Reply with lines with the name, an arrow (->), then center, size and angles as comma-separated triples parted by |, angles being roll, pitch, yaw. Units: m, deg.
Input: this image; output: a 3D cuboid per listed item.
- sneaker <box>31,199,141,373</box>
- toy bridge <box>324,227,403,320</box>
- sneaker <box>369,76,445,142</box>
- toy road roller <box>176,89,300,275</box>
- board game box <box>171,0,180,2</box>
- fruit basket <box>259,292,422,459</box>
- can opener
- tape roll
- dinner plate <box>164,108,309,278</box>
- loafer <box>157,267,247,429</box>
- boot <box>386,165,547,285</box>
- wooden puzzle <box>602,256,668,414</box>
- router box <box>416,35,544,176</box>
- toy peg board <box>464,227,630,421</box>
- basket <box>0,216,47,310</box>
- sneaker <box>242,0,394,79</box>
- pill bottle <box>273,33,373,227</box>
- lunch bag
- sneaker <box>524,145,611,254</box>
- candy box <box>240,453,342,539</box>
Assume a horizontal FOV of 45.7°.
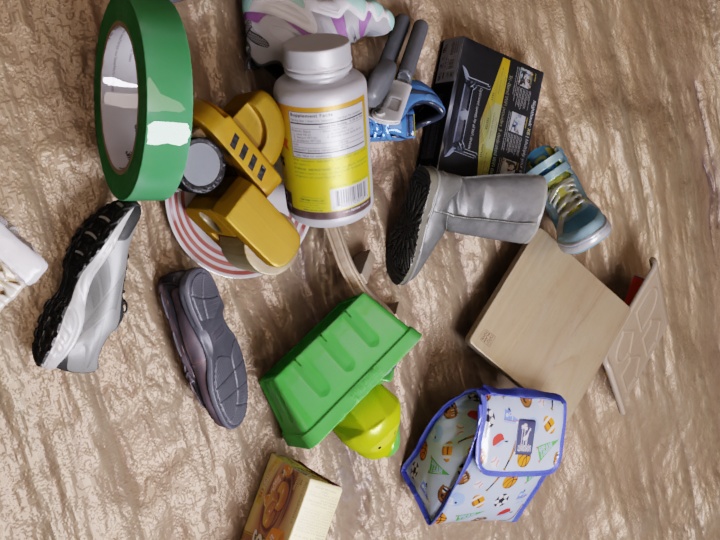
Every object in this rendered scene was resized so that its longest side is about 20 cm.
sneaker -> -0.286, 0.017, 0.935 | 0.079, 0.073, 0.204 | 25, 88, -40
toy bridge -> 0.000, 0.000, 1.107 | 0.202, 0.027, 0.068 | 60, 25, -22
sneaker -> 0.021, -0.193, 1.081 | 0.197, 0.078, 0.067 | -22, 137, -28
toy road roller -> -0.130, -0.107, 0.953 | 0.147, 0.122, 0.201 | -49, 117, -17
board game box -> -0.181, -0.418, 0.953 | 0.197, 0.061, 0.204 | -23, 106, -27
fruit basket -> -0.005, 0.161, 1.084 | 0.210, 0.155, 0.222 | 3, 81, -19
can opener -> 0.047, -0.256, 1.063 | 0.052, 0.067, 0.202 | 18, 49, 1
tape roll -> -0.225, -0.174, 0.869 | 0.047, 0.199, 0.206 | -3, 97, -30
dinner plate -> -0.144, -0.093, 1.031 | 0.196, 0.024, 0.206 | -4, 97, -30
loafer -> -0.187, 0.092, 1.014 | 0.072, 0.062, 0.205 | -40, 123, -54
boot -> 0.145, -0.057, 1.159 | 0.196, 0.073, 0.185 | 2, 123, -34
wooden puzzle -> 0.432, 0.104, 1.367 | 0.202, 0.046, 0.186 | -59, 144, -18
router box -> 0.167, -0.202, 1.193 | 0.154, 0.052, 0.205 | 13, 88, -32
toy peg board -> 0.263, 0.081, 1.273 | 0.198, 0.098, 0.202 | 38, 76, -13
basket -> -0.417, -0.023, 0.773 | 0.162, 0.197, 0.200 | -50, 118, -12
sneaker -> -0.053, -0.264, 1.045 | 0.195, 0.077, 0.144 | 1, 96, -22
pill bottle -> -0.042, -0.161, 0.983 | 0.108, 0.109, 0.204 | -21, 123, -28
lunch bag -> 0.178, 0.247, 1.169 | 0.167, 0.124, 0.203 | 9, 119, -34
sneaker -> 0.284, -0.107, 1.214 | 0.079, 0.201, 0.132 | -31, 105, 9
candy box -> -0.101, 0.342, 1.050 | 0.055, 0.115, 0.204 | 23, 83, -29
